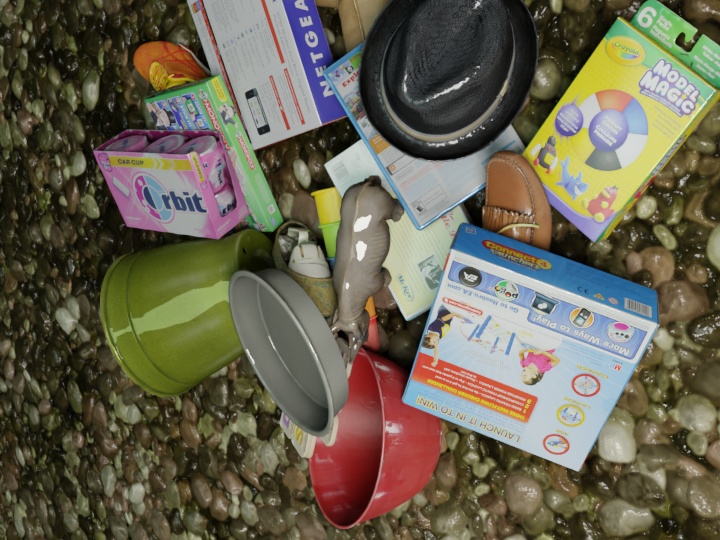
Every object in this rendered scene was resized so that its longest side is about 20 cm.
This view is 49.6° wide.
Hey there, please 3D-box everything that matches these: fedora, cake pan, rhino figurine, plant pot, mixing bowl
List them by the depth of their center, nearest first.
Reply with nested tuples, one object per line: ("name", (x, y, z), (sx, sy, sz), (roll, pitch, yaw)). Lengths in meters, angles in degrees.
("fedora", (0.086, -0.213, 0.771), (0.196, 0.092, 0.206), (0, 89, 6))
("rhino figurine", (0.000, 0.000, 0.826), (0.059, 0.087, 0.205), (10, 96, 17))
("cake pan", (-0.078, 0.085, 0.857), (0.200, 0.036, 0.203), (41, 146, 35))
("mixing bowl", (0.025, 0.187, 0.895), (0.199, 0.106, 0.205), (-26, 61, 61))
("plant pot", (-0.196, 0.038, 1.013), (0.190, 0.200, 0.204), (-21, 85, 23))

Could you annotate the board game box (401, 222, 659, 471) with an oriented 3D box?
("board game box", (0.159, 0.078, 0.767), (0.196, 0.056, 0.199), (20, 126, 8))

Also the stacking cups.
("stacking cups", (-0.016, 0.001, 0.943), (0.060, 0.060, 0.205), (-7, 94, 35))

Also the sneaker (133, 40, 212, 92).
("sneaker", (-0.249, -0.260, 1.057), (0.198, 0.077, 0.074), (34, 117, 28))

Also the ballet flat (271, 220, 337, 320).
("ballet flat", (-0.068, -0.010, 0.924), (0.200, 0.069, 0.072), (-123, 44, -64))

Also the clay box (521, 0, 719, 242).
("clay box", (0.247, -0.142, 0.741), (0.115, 0.047, 0.202), (44, 121, 21))

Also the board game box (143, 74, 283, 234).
("board game box", (-0.190, -0.141, 1.008), (0.133, 0.029, 0.203), (0, 121, 40))

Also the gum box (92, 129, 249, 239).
("gum box", (-0.239, -0.113, 0.999), (0.197, 0.066, 0.115), (8, 128, 36))

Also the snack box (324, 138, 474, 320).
("snack box", (0.055, -0.061, 0.871), (0.115, 0.037, 0.203), (-30, 84, 17))

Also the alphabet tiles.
("alphabet tiles", (-0.061, 0.118, 0.956), (0.195, 0.014, 0.204), (-144, 64, -62))

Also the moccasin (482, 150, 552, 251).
("moccasin", (0.146, -0.018, 0.789), (0.073, 0.077, 0.205), (24, 127, 40))

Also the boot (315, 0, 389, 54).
("boot", (-0.012, -0.266, 0.896), (0.173, 0.066, 0.204), (-15, 90, 36))

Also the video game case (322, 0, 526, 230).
("video game case", (0.068, -0.167, 0.833), (0.142, 0.018, 0.202), (-32, 86, 8))

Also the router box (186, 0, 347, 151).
("router box", (-0.113, -0.256, 0.929), (0.178, 0.048, 0.204), (-5, 107, 49))
